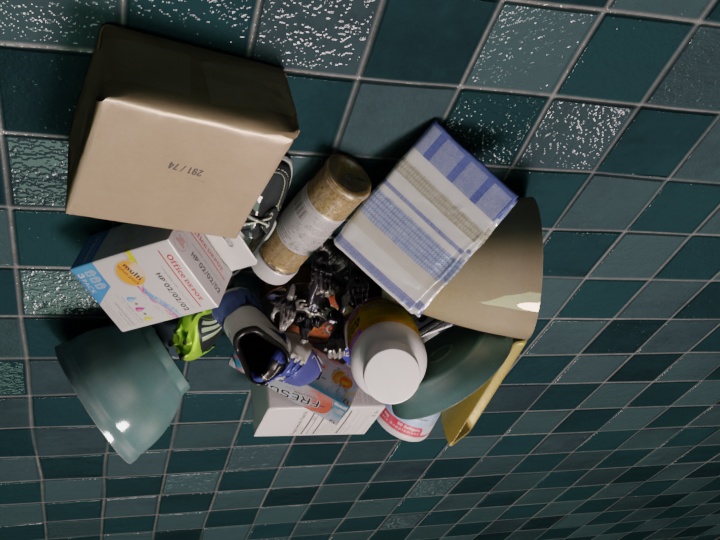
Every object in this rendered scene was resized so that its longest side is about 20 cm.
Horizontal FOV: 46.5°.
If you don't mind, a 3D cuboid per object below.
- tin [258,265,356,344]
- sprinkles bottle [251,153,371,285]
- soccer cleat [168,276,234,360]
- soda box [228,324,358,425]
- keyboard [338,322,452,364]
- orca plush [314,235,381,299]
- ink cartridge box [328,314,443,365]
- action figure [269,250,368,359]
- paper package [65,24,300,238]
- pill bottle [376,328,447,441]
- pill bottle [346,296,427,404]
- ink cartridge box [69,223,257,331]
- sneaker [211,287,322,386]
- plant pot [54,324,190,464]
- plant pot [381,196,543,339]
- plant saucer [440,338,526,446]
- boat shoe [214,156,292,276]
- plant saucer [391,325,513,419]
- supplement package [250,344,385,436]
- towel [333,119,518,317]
[{"bbox_3d":[-0.071,0.054,1.261,0.111,0.042,0.200,-22,145,24],"label":"tin"},{"bbox_3d":[-0.067,-0.060,1.060,0.067,0.069,0.200,14,140,-33],"label":"sprinkles bottle"},{"bbox_3d":[-0.215,0.052,1.202,0.080,0.068,0.201,-21,152,-45],"label":"soccer cleat"},{"bbox_3d":[-0.100,0.154,1.295,0.198,0.069,0.064,30,139,-3],"label":"soda box"},{"bbox_3d":[0.051,0.097,1.342,0.197,0.057,0.011,-22,150,16],"label":"keyboard"},{"bbox_3d":[0.000,0.000,1.168,0.104,0.072,0.200,-22,145,18],"label":"orca plush"},{"bbox_3d":[0.058,0.077,1.282,0.198,0.045,0.094,-33,145,6],"label":"ink cartridge box"},{"bbox_3d":[-0.062,0.056,1.134,0.117,0.103,0.200,20,149,-10],"label":"action figure"},{"bbox_3d":[-0.193,-0.135,0.880,0.197,0.105,0.191,8,143,-28],"label":"paper package"},{"bbox_3d":[0.106,0.175,1.387,0.107,0.109,0.202,10,118,-29],"label":"pill bottle"},{"bbox_3d":[0.035,0.109,1.137,0.102,0.200,0.106,-1,103,-3],"label":"pill bottle"},{"bbox_3d":[-0.241,-0.005,1.034,0.197,0.068,0.116,-15,127,25],"label":"ink cartridge box"},{"bbox_3d":[-0.124,0.121,1.152,0.080,0.116,0.200,-37,131,7],"label":"sneaker"},{"bbox_3d":[-0.333,0.159,1.227,0.133,0.201,0.201,-33,150,-13],"label":"plant pot"},{"bbox_3d":[0.127,-0.005,1.120,0.196,0.190,0.188,1,147,1],"label":"plant pot"},{"bbox_3d":[0.204,0.190,1.424,0.202,0.048,0.200,-59,163,6],"label":"plant saucer"},{"bbox_3d":[-0.136,-0.063,1.042,0.074,0.061,0.201,8,142,-25],"label":"boat shoe"},{"bbox_3d":[0.119,0.129,1.171,0.198,0.200,0.036,-28,105,24],"label":"plant saucer"},{"bbox_3d":[-0.076,0.197,1.396,0.197,0.123,0.120,3,148,-20],"label":"supplement package"},{"bbox_3d":[0.078,-0.060,1.022,0.146,0.024,0.201,40,104,-5],"label":"towel"}]
